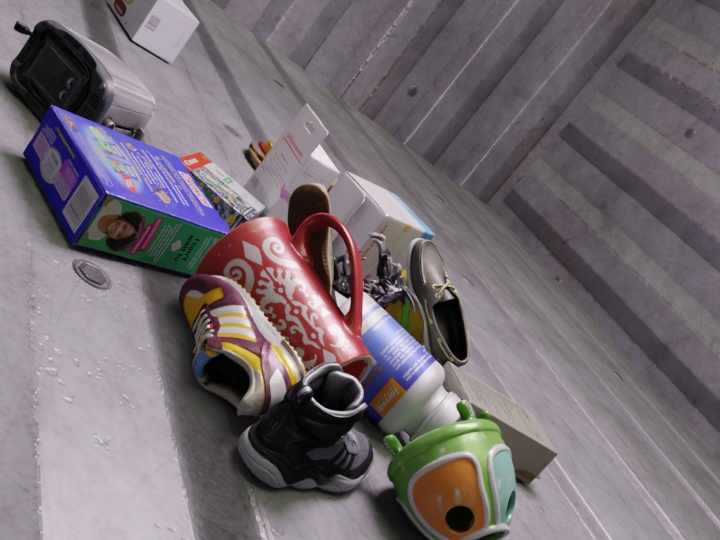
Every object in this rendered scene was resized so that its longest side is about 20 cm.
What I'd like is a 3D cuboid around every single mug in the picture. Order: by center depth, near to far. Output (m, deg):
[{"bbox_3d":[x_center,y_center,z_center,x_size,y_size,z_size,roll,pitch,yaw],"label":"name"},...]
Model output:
[{"bbox_3d":[-0.074,0.042,0.910,0.132,0.178,0.201,-7,52,-51],"label":"mug"}]

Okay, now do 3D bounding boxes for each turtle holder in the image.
[{"bbox_3d":[0.105,0.242,0.895,0.187,0.139,0.133,93,-23,-58],"label":"turtle holder"}]

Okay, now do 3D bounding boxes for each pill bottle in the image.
[{"bbox_3d":[0.036,0.133,1.023,0.200,0.112,0.112,43,15,10],"label":"pill bottle"}]

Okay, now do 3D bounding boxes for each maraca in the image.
[{"bbox_3d":[0.085,0.058,1.334,0.105,0.140,0.200,9,16,8],"label":"maraca"}]

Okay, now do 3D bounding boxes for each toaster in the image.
[{"bbox_3d":[-0.371,-0.244,1.084,0.200,0.114,0.129,43,11,18],"label":"toaster"}]

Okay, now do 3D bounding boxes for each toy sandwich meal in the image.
[{"bbox_3d":[-0.134,-0.206,1.627,0.204,0.070,0.206,38,15,-12],"label":"toy sandwich meal"}]

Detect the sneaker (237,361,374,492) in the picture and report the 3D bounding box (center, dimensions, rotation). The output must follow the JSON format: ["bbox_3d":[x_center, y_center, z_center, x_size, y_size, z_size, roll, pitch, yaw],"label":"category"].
[{"bbox_3d":[-0.024,0.157,0.804,0.076,0.114,0.199,49,17,31],"label":"sneaker"}]

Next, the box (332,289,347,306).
[{"bbox_3d":[0.009,0.103,1.157,0.199,0.049,0.083,35,16,-20],"label":"box"}]

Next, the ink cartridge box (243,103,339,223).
[{"bbox_3d":[-0.107,-0.151,1.290,0.067,0.201,0.118,27,20,-38],"label":"ink cartridge box"}]

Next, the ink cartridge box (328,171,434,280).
[{"bbox_3d":[0.010,-0.072,1.403,0.126,0.129,0.199,49,16,30],"label":"ink cartridge box"}]

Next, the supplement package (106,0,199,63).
[{"bbox_3d":[-0.455,-0.564,1.759,0.109,0.114,0.201,24,21,-48],"label":"supplement package"}]

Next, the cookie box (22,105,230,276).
[{"bbox_3d":[-0.270,-0.088,0.956,0.199,0.075,0.172,19,26,-54],"label":"cookie box"}]

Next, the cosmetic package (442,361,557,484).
[{"bbox_3d":[0.192,0.230,1.211,0.199,0.071,0.106,33,16,-27],"label":"cosmetic package"}]

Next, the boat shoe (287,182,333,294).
[{"bbox_3d":[-0.064,-0.011,1.038,0.072,0.204,0.063,11,12,7],"label":"boat shoe"}]

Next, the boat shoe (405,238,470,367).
[{"bbox_3d":[0.122,0.048,1.228,0.071,0.060,0.206,-13,90,-33],"label":"boat shoe"}]

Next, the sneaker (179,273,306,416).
[{"bbox_3d":[-0.144,0.071,0.831,0.199,0.076,0.089,37,29,32],"label":"sneaker"}]

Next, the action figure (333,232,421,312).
[{"bbox_3d":[0.000,0.000,1.207,0.197,0.104,0.119,15,17,17],"label":"action figure"}]

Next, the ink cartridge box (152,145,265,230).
[{"bbox_3d":[-0.241,-0.132,1.199,0.199,0.050,0.109,41,15,-3],"label":"ink cartridge box"}]

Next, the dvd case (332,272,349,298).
[{"bbox_3d":[-0.055,-0.026,1.409,0.150,0.025,0.200,38,15,-11],"label":"dvd case"}]
